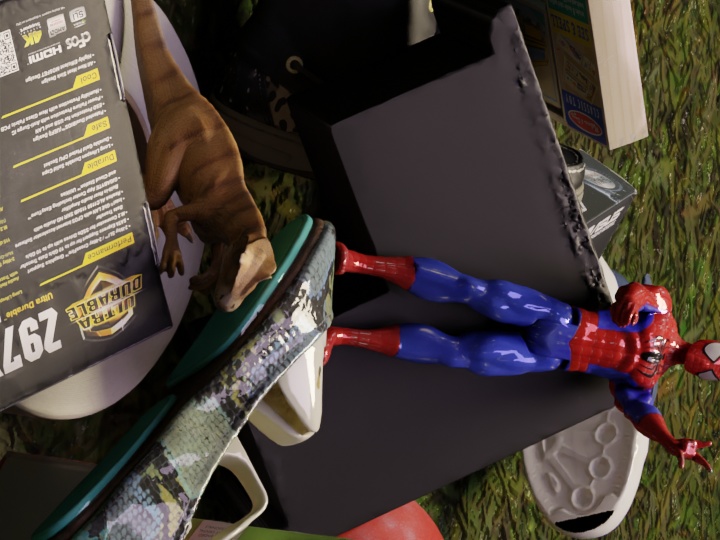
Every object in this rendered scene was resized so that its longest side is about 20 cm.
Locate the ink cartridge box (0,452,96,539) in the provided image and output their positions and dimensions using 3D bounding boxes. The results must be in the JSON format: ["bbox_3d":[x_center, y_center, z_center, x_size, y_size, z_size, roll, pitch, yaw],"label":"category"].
[{"bbox_3d":[-0.106,0.195,1.074,0.200,0.083,0.145,51,50,-48],"label":"ink cartridge box"}]

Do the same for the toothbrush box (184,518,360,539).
[{"bbox_3d":[-0.046,0.200,0.941,0.200,0.145,0.086,-53,135,-42],"label":"toothbrush box"}]

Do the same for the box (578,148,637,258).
[{"bbox_3d":[0.062,0.031,1.318,0.200,0.044,0.160,-30,152,-55],"label":"box"}]

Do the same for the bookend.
[{"bbox_3d":[0.000,0.000,1.110,0.200,0.092,0.199,-25,110,-10],"label":"bookend"}]

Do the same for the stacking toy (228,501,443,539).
[{"bbox_3d":[-0.019,0.130,1.220,0.146,0.146,0.200,-34,105,-53],"label":"stacking toy"}]

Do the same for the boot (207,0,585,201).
[{"bbox_3d":[0.035,-0.113,1.176,0.203,0.073,0.154,11,107,-19],"label":"boot"}]

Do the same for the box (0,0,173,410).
[{"bbox_3d":[-0.174,-0.018,0.927,0.200,0.049,0.160,-27,118,-37],"label":"box"}]

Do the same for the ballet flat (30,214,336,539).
[{"bbox_3d":[-0.056,0.064,0.994,0.200,0.074,0.074,-51,137,-28],"label":"ballet flat"}]

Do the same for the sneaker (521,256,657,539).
[{"bbox_3d":[0.153,0.092,1.486,0.146,0.080,0.200,50,31,-55],"label":"sneaker"}]

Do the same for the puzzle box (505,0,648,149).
[{"bbox_3d":[0.084,-0.153,1.276,0.025,0.200,0.133,-21,116,-18],"label":"puzzle box"}]

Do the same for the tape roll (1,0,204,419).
[{"bbox_3d":[-0.135,-0.035,1.055,0.203,0.037,0.203,-15,108,-58],"label":"tape roll"}]

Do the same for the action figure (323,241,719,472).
[{"bbox_3d":[0.084,0.035,1.045,0.200,0.099,0.065,8,103,-21],"label":"action figure"}]

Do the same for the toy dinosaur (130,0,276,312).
[{"bbox_3d":[-0.077,-0.055,1.041,0.060,0.106,0.200,1,51,-39],"label":"toy dinosaur"}]
